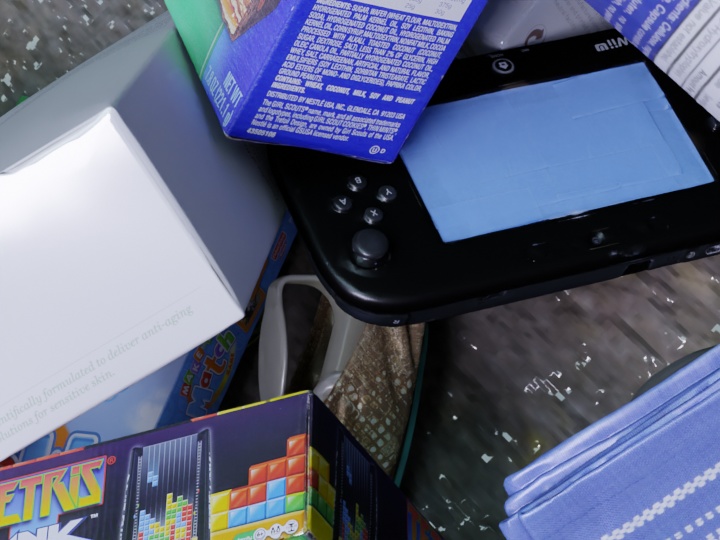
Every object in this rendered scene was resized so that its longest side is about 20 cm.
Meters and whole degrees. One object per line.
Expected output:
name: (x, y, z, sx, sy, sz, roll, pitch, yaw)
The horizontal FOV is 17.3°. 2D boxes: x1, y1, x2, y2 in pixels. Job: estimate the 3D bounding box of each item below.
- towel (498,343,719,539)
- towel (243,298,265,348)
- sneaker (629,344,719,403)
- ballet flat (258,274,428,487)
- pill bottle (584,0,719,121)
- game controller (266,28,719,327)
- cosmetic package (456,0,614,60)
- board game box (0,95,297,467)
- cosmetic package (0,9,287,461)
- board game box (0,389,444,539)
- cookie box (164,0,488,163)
towel: (0.152, 0.105, 0.745, 0.145, 0.200, 0.024, -34, 21, 9)
towel: (-0.123, 0.070, 0.993, 0.200, 0.018, 0.086, -49, 50, 0)
sneaker: (0.168, 0.046, 0.821, 0.199, 0.114, 0.076, -23, 79, -15)
ballet flat: (0.000, 0.000, 0.923, 0.070, 0.065, 0.200, -25, 48, 59)
pill bottle: (0.152, -0.110, 0.837, 0.200, 0.120, 0.120, 42, 90, 4)
game controller: (0.067, -0.040, 0.874, 0.200, 0.042, 0.105, -13, 63, -19)
cosmetic package: (0.098, -0.171, 0.958, 0.200, 0.074, 0.102, -49, 56, -3)
board game box: (-0.121, 0.033, 0.976, 0.151, 0.037, 0.200, 13, 74, 36)
cosmetic package: (-0.092, -0.022, 0.841, 0.107, 0.085, 0.200, -30, 14, 14)
board game box: (-0.047, 0.128, 0.813, 0.165, 0.200, 0.057, -14, 52, 20)
cookie box: (-0.003, -0.169, 0.823, 0.200, 0.075, 0.171, -59, 40, 33)
